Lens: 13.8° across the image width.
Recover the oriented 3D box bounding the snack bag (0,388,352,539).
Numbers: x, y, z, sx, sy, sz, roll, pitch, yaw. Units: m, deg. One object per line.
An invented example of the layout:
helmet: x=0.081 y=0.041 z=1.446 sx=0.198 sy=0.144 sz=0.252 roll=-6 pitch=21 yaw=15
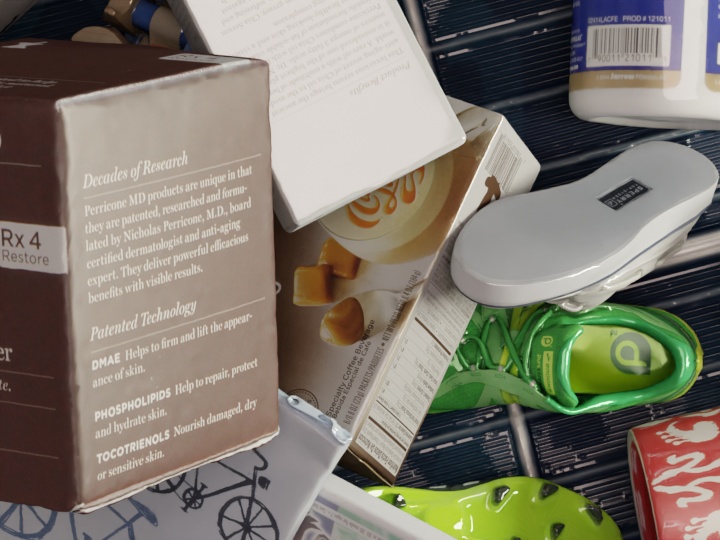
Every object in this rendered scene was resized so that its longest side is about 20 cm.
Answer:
snack bag: x=-0.117 y=0.109 z=1.611 sx=0.188 sy=0.021 sz=0.200 roll=36 pitch=116 yaw=15

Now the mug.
mug: x=0.259 y=0.142 z=1.649 sx=0.199 sy=0.133 sz=0.178 roll=-9 pitch=68 yaw=-1

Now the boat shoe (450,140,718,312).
boat shoe: x=0.123 y=-0.009 z=1.632 sx=0.200 sy=0.066 sz=0.074 roll=-21 pitch=47 yaw=-39

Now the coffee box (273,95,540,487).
coffee box: x=0.000 y=0.000 z=1.628 sx=0.114 sy=0.080 sz=0.200 roll=21 pitch=79 yaw=26

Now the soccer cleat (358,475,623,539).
soccer cleat: x=0.053 y=0.152 z=1.672 sx=0.199 sy=0.081 sz=0.068 roll=6 pitch=71 yaw=-25

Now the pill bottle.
pill bottle: x=0.177 y=-0.182 z=1.658 sx=0.115 sy=0.116 sz=0.201 roll=3 pitch=89 yaw=-5

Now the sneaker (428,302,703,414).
sneaker: x=0.093 y=0.043 z=1.664 sx=0.199 sy=0.084 sz=0.074 roll=-2 pitch=89 yaw=-2

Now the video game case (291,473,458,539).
video game case: x=-0.014 y=0.202 z=1.604 sx=0.200 sy=0.023 sz=0.183 roll=26 pitch=117 yaw=22

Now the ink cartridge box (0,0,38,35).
ink cartridge box: x=-0.231 y=-0.156 z=1.610 sx=0.200 sy=0.144 sz=0.084 roll=-42 pitch=92 yaw=-3

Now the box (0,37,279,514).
box: x=-0.153 y=-0.003 z=1.484 sx=0.166 sy=0.164 sz=0.201 roll=6 pitch=105 yaw=35

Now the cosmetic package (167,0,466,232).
cosmetic package: x=-0.037 y=-0.131 z=1.545 sx=0.101 sy=0.071 sz=0.200 roll=-26 pitch=90 yaw=-8

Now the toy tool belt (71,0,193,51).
toy tool belt: x=-0.097 y=-0.121 z=1.649 sx=0.123 sy=0.125 sz=0.200 roll=30 pitch=83 yaw=28
